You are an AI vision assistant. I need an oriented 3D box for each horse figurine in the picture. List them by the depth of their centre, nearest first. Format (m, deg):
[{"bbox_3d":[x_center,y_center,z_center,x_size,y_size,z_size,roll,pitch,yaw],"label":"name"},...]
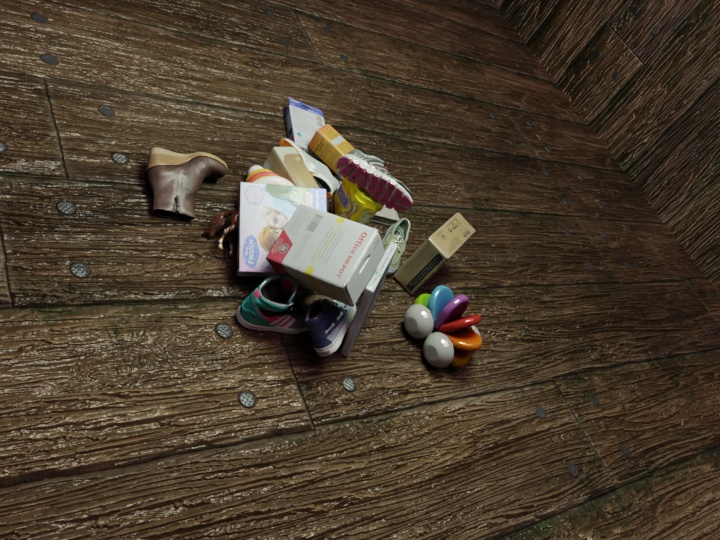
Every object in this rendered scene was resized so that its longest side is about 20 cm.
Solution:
[{"bbox_3d":[-0.245,-0.083,1.490,0.197,0.050,0.135,21,68,-18],"label":"horse figurine"}]

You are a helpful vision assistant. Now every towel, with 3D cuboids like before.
[{"bbox_3d":[0.017,-0.196,1.851,0.197,0.035,0.134,11,47,-32],"label":"towel"}]

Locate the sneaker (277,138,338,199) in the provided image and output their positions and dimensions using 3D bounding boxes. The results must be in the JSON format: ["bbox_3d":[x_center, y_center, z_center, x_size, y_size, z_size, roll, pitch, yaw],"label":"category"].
[{"bbox_3d":[-0.140,-0.274,1.781,0.200,0.076,0.092,48,31,-2],"label":"sneaker"}]

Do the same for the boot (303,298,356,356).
[{"bbox_3d":[-0.064,0.088,1.428,0.201,0.071,0.092,-70,142,-59],"label":"boot"}]

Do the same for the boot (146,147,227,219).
[{"bbox_3d":[-0.387,-0.187,1.510,0.197,0.072,0.169,5,61,-37],"label":"boot"}]

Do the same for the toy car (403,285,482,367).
[{"bbox_3d":[0.216,0.124,1.607,0.173,0.150,0.201,-15,62,-45],"label":"toy car"}]

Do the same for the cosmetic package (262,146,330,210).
[{"bbox_3d":[-0.165,-0.199,1.653,0.070,0.105,0.202,-10,61,-44],"label":"cosmetic package"}]

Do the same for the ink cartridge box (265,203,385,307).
[{"bbox_3d":[-0.069,-0.032,1.362,0.197,0.084,0.146,21,67,27],"label":"ink cartridge box"}]

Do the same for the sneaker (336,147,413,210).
[{"bbox_3d":[0.043,-0.218,1.537,0.198,0.074,0.088,32,45,-2],"label":"sneaker"}]

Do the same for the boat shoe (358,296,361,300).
[{"bbox_3d":[0.000,0.000,1.619,0.071,0.068,0.201,33,39,-8],"label":"boat shoe"}]

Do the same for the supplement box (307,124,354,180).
[{"bbox_3d":[-0.047,-0.304,1.823,0.200,0.067,0.069,43,39,3],"label":"supplement box"}]

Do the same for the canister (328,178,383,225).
[{"bbox_3d":[-0.023,-0.150,1.640,0.085,0.201,0.150,16,43,-25],"label":"canister"}]

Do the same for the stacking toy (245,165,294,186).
[{"bbox_3d":[-0.231,-0.197,1.601,0.144,0.148,0.201,14,29,-28],"label":"stacking toy"}]

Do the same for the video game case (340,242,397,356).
[{"bbox_3d":[0.019,0.063,1.470,0.022,0.202,0.183,24,38,5],"label":"video game case"}]

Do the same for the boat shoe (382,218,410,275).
[{"bbox_3d":[0.086,-0.070,1.761,0.071,0.062,0.202,30,41,-11],"label":"boat shoe"}]

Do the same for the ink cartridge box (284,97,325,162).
[{"bbox_3d":[-0.153,-0.401,1.908,0.118,0.042,0.203,13,48,-30],"label":"ink cartridge box"}]

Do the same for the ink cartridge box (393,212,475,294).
[{"bbox_3d":[0.195,-0.045,1.743,0.075,0.165,0.200,44,39,5],"label":"ink cartridge box"}]

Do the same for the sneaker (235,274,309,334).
[{"bbox_3d":[-0.150,0.066,1.392,0.197,0.121,0.085,4,50,-37],"label":"sneaker"}]

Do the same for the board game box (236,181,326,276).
[{"bbox_3d":[-0.171,-0.086,1.463,0.195,0.041,0.204,2,75,-17],"label":"board game box"}]

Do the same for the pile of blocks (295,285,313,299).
[{"bbox_3d":[-0.110,0.006,1.530,0.082,0.062,0.199,50,39,13],"label":"pile of blocks"}]
